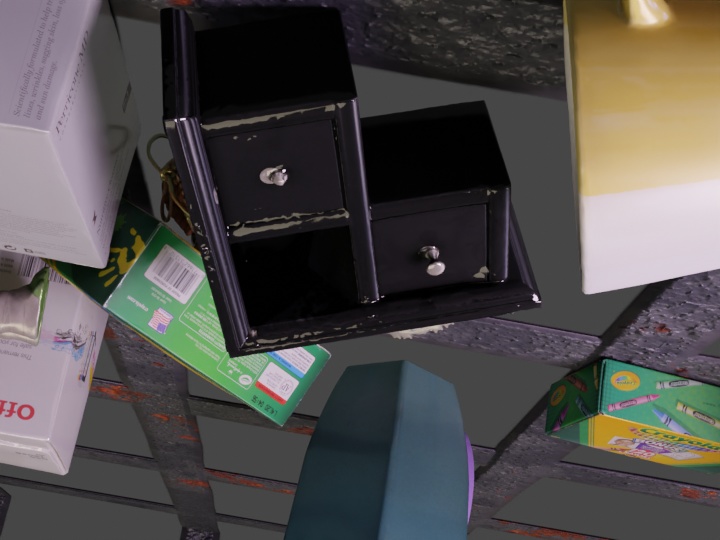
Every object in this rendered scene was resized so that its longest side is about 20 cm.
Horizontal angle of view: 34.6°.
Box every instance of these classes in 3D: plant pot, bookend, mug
[{"bbox_3d":[0.030,0.206,1.228,0.141,0.202,0.141,-10,151,42],"label":"plant pot"},{"bbox_3d":[0.002,-0.057,0.667,0.198,0.093,0.200,-9,140,-2],"label":"bookend"},{"bbox_3d":[0.175,-0.073,0.545,0.152,0.151,0.187,-3,164,10],"label":"mug"}]

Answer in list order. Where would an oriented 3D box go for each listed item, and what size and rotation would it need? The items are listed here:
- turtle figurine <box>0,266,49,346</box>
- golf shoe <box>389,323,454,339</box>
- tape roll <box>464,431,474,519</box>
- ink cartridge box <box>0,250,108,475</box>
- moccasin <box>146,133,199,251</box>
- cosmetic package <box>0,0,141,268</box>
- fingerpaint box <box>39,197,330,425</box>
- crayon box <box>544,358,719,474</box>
[{"bbox_3d":[-0.323,-0.014,0.841,0.192,0.201,0.144,10,136,-14],"label":"turtle figurine"},{"bbox_3d":[0.000,0.000,0.897,0.199,0.079,0.097,-3,150,28],"label":"golf shoe"},{"bbox_3d":[0.068,0.279,1.398,0.065,0.202,0.200,14,159,-14],"label":"tape roll"},{"bbox_3d":[-0.301,0.052,0.979,0.146,0.202,0.145,11,159,-3],"label":"ink cartridge box"},{"bbox_3d":[-0.109,-0.057,0.808,0.077,0.074,0.201,1,169,0],"label":"moccasin"},{"bbox_3d":[-0.191,-0.091,0.693,0.080,0.114,0.200,10,161,-1],"label":"cosmetic package"},{"bbox_3d":[-0.145,0.019,0.882,0.166,0.074,0.200,28,170,46],"label":"fingerpaint box"},{"bbox_3d":[0.302,0.150,1.163,0.198,0.059,0.119,15,159,-13],"label":"crayon box"}]
